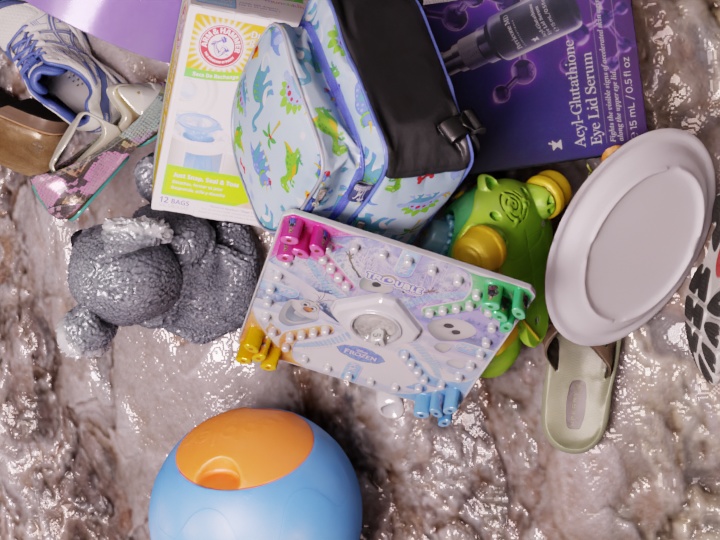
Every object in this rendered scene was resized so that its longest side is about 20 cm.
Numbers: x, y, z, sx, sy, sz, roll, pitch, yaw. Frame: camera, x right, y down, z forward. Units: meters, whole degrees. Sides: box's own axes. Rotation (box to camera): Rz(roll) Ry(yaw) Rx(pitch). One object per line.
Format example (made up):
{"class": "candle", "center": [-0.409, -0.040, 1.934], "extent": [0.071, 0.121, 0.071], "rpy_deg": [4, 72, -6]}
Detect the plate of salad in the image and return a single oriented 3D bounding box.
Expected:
{"class": "plate of salad", "center": [0.224, -0.029, 1.060], "extent": [0.048, 0.200, 0.200], "rpy_deg": [36, 108, 44]}

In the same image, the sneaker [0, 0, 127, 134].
{"class": "sneaker", "center": [-0.314, -0.213, 1.270], "extent": [0.200, 0.088, 0.075], "rpy_deg": [39, 108, 13]}

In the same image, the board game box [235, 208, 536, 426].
{"class": "board game box", "center": [0.012, 0.046, 0.999], "extent": [0.200, 0.026, 0.200], "rpy_deg": [18, 143, -6]}

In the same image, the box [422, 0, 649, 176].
{"class": "box", "center": [0.133, -0.160, 1.077], "extent": [0.200, 0.104, 0.148], "rpy_deg": [-9, 94, -3]}

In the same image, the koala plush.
{"class": "koala plush", "center": [-0.204, -0.001, 1.193], "extent": [0.184, 0.200, 0.177], "rpy_deg": [36, 105, 12]}

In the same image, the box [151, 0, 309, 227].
{"class": "box", "center": [-0.117, -0.155, 1.119], "extent": [0.112, 0.101, 0.200], "rpy_deg": [9, 120, -13]}

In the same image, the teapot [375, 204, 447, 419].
{"class": "teapot", "center": [0.000, 0.000, 1.151], "extent": [0.200, 0.146, 0.198], "rpy_deg": [26, 103, 16]}

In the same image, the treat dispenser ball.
{"class": "treat dispenser ball", "center": [-0.097, 0.229, 1.178], "extent": [0.201, 0.201, 0.201], "rpy_deg": [2, 96, 19]}

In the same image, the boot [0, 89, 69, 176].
{"class": "boot", "center": [-0.403, -0.160, 1.319], "extent": [0.200, 0.074, 0.076], "rpy_deg": [24, 113, 13]}

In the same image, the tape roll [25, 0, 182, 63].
{"class": "tape roll", "center": [-0.235, -0.275, 1.176], "extent": [0.200, 0.200, 0.085], "rpy_deg": [31, 103, 14]}

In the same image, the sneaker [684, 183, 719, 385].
{"class": "sneaker", "center": [0.338, 0.008, 1.074], "extent": [0.083, 0.081, 0.200], "rpy_deg": [9, 110, -9]}

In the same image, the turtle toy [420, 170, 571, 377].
{"class": "turtle toy", "center": [0.112, 0.007, 1.078], "extent": [0.101, 0.146, 0.200], "rpy_deg": [12, 125, 37]}

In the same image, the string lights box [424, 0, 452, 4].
{"class": "string lights box", "center": [0.005, -0.235, 1.171], "extent": [0.200, 0.059, 0.103], "rpy_deg": [-35, 84, 19]}

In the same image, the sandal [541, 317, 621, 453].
{"class": "sandal", "center": [0.199, 0.069, 1.134], "extent": [0.080, 0.057, 0.201], "rpy_deg": [0, 93, 19]}

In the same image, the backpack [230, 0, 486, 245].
{"class": "backpack", "center": [-0.020, -0.102, 0.995], "extent": [0.200, 0.147, 0.183], "rpy_deg": [119, 136, -54]}

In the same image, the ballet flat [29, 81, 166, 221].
{"class": "ballet flat", "center": [-0.238, -0.135, 1.214], "extent": [0.200, 0.069, 0.071], "rpy_deg": [-45, 113, -16]}
